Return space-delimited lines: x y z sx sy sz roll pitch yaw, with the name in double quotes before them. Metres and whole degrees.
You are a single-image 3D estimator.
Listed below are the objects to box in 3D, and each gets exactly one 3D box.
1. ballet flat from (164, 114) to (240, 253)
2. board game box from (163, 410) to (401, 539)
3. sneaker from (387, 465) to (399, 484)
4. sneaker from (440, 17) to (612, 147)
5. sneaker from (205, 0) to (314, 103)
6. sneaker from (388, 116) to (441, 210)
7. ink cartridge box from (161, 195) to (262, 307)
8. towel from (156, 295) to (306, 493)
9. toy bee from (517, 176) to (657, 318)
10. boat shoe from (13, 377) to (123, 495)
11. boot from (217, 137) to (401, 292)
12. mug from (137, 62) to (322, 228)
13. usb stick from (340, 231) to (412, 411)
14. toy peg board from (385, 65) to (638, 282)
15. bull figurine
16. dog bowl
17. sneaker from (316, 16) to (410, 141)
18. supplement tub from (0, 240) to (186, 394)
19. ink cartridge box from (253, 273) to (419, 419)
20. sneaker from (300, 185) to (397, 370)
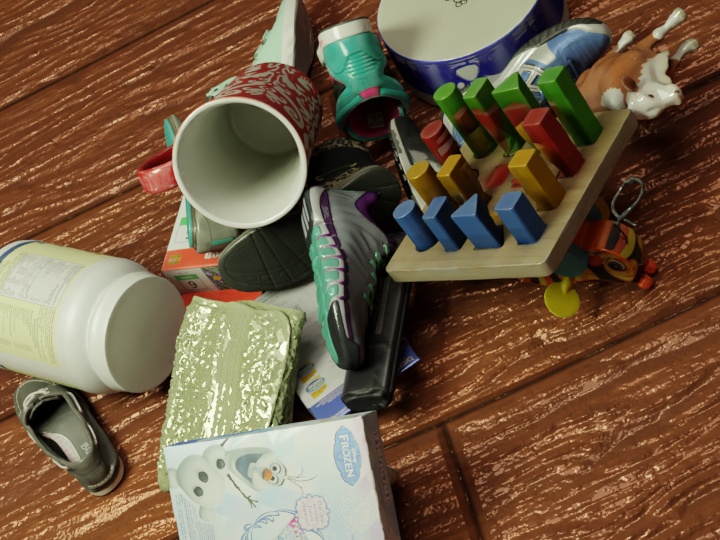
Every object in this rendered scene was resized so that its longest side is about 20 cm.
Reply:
"ballet flat" -0.167 -0.095 1.813 0.064 0.067 0.200 -8 47 -10
"board game box" -0.063 0.238 1.491 0.199 0.043 0.200 -11 89 23
"sneaker" -0.071 0.213 1.548 0.200 0.070 0.100 7 79 13
"sneaker" 0.182 -0.184 1.747 0.200 0.076 0.077 -37 52 12
"sneaker" -0.121 -0.238 1.945 0.118 0.074 0.200 -5 56 18
"sneaker" 0.092 -0.087 1.726 0.088 0.076 0.200 -20 53 -1
"ink cartridge box" -0.151 -0.019 1.810 0.109 0.050 0.200 -5 52 26
"towel" -0.130 0.127 1.652 0.148 0.036 0.200 4 80 32
"toy bee" 0.218 -0.011 1.579 0.131 0.109 0.200 -57 25 -9
"boat shoe" -0.313 0.159 1.756 0.067 0.057 0.200 -44 47 -8
"boot" -0.060 -0.061 1.754 0.204 0.073 0.154 -30 22 2
"mug" -0.126 -0.143 1.720 0.177 0.133 0.200 11 22 4
"usb stick" 0.020 0.048 1.625 0.055 0.033 0.200 -13 48 28
"toy peg board" 0.121 -0.096 1.569 0.200 0.098 0.199 -3 44 46
"bull figurine" 0.270 -0.191 1.652 0.121 0.065 0.200 -45 13 -13
"dog bowl" 0.122 -0.278 1.841 0.200 0.079 0.200 -15 49 19
"sneaker" 0.006 -0.199 1.823 0.084 0.200 0.121 -18 88 4
"supplement tub" -0.297 0.050 1.770 0.200 0.145 0.145 11 61 35
"ink cartridge box" -0.027 0.071 1.678 0.119 0.042 0.200 -36 44 -3
"sneaker" 0.000 0.000 1.609 0.088 0.074 0.200 -5 60 -11
